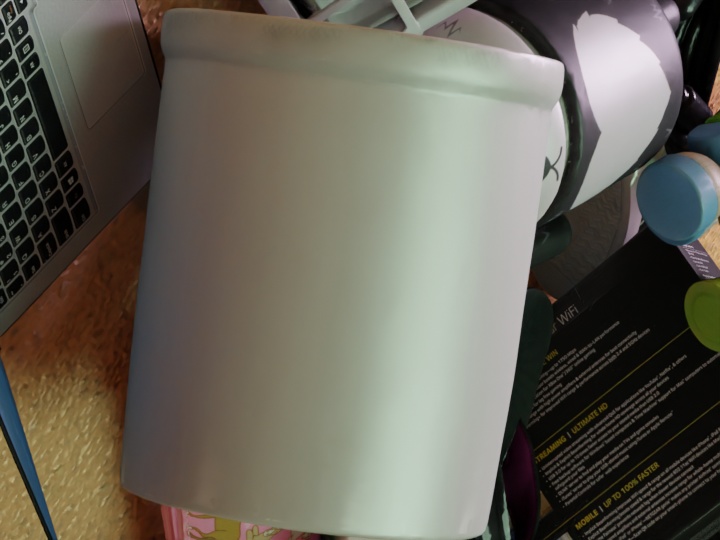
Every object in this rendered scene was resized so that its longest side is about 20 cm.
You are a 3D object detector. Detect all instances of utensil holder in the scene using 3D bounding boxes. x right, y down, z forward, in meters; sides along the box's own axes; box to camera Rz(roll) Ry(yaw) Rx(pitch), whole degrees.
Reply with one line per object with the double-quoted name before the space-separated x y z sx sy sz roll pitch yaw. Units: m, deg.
"utensil holder" -0.013 0.001 1.132 0.170 0.170 0.200 4 95 -61

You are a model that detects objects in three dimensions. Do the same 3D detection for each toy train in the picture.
"toy train" 0.215 0.011 1.399 0.116 0.085 0.200 -28 106 -35

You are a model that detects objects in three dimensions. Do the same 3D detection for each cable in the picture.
"cable" 0.229 -0.141 1.474 0.200 0.051 0.163 -57 137 -14

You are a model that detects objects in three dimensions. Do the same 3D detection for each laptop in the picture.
"laptop" -0.113 -0.024 1.064 0.200 0.116 0.187 -48 150 -26

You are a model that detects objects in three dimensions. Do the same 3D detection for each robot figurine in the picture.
"robot figurine" 0.081 -0.086 1.328 0.125 0.150 0.200 -33 177 42

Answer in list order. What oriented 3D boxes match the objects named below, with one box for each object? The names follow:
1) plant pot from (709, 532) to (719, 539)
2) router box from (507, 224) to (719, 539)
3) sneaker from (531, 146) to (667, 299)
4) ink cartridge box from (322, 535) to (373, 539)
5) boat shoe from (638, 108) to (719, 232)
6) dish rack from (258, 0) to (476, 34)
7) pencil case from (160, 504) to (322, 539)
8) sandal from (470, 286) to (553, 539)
"plant pot" 0.182 0.136 1.604 0.177 0.200 0.200 -51 171 9
"router box" 0.135 0.091 1.474 0.200 0.149 0.051 -40 157 17
"sneaker" 0.159 -0.079 1.522 0.118 0.074 0.201 -19 129 -48
"ink cartridge box" -0.006 0.169 1.339 0.161 0.050 0.200 137 -27 -82
"boat shoe" 0.196 -0.052 1.616 0.076 0.060 0.200 -36 177 33
"dish rack" 0.035 -0.180 1.184 0.200 0.044 0.172 -29 149 4
"pencil case" -0.061 0.103 1.302 0.083 0.086 0.200 -89 177 -46
"sandal" 0.070 0.107 1.432 0.075 0.048 0.201 14 90 -59
